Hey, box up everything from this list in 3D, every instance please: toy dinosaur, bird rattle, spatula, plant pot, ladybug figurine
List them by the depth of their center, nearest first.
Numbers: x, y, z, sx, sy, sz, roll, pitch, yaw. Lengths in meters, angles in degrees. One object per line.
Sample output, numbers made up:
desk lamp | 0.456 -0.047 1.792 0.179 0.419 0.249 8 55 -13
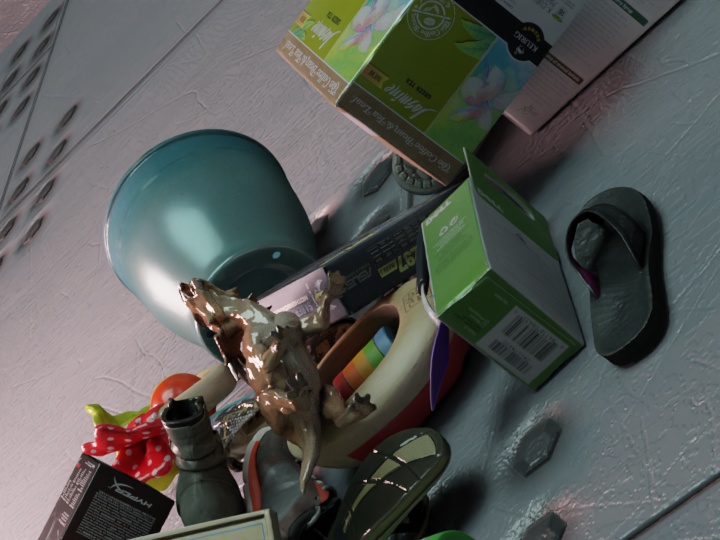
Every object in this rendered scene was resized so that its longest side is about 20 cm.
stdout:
spatula | 0.055 0.024 1.556 0.020 0.057 0.200 -4 39 -1
toy dinosaur | -0.064 0.085 1.597 0.135 0.086 0.201 -33 70 52
ladybug figurine | 0.023 0.088 1.638 0.200 0.072 0.136 -46 24 18
bird rattle | -0.190 0.136 1.880 0.163 0.113 0.200 -37 -4 -13
plant pot | -0.128 -0.007 1.939 0.200 0.200 0.188 -50 37 8

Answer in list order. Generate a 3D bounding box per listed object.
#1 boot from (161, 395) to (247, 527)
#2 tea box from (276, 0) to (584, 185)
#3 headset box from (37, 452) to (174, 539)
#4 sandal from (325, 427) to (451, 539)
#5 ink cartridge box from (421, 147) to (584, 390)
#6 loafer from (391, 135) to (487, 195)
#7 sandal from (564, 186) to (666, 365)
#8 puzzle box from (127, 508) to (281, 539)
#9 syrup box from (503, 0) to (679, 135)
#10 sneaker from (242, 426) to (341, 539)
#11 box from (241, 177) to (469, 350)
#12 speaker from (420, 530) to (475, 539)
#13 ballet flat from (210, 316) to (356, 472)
boot | -0.129 0.166 1.695 0.068 0.131 0.200 -12 0 -3
tea box | 0.055 -0.209 1.723 0.197 0.133 0.200 -54 25 5
headset box | -0.242 0.262 1.684 0.200 0.075 0.149 -63 11 -8
sandal | 0.016 0.202 1.518 0.201 0.057 0.080 -61 24 22
ink cartridge box | 0.106 -0.004 1.569 0.059 0.104 0.200 -44 24 20
loafer | 0.100 -0.155 1.869 0.200 0.075 0.070 -56 -10 -4
sandal | 0.187 -0.011 1.493 0.075 0.048 0.201 -44 25 22
puzzle box | -0.150 0.270 1.560 0.199 0.025 0.133 -15 71 9
syrup box | 0.190 -0.222 1.754 0.200 0.081 0.079 -42 28 25
sneaker | -0.050 0.199 1.654 0.082 0.077 0.200 -17 34 12
box | 0.000 0.000 1.724 0.200 0.051 0.158 -32 3 -41
speaker | 0.009 0.262 1.395 0.200 0.088 0.089 -40 26 30
ballet flat | -0.060 0.120 1.784 0.200 0.072 0.072 -39 26 31
